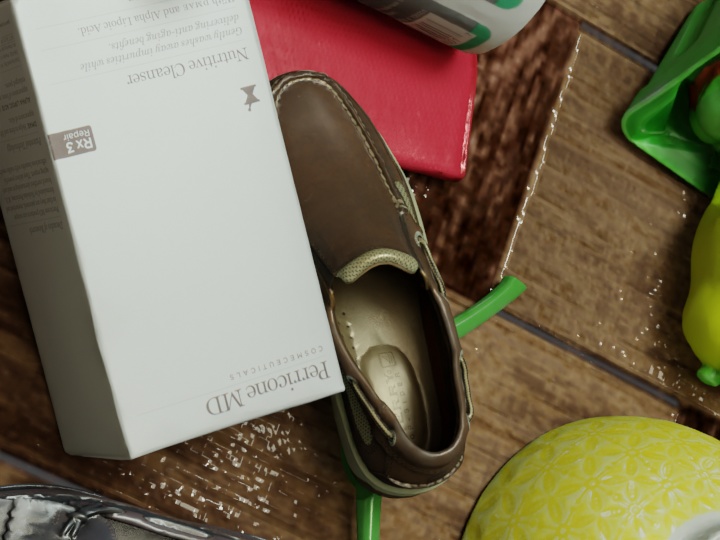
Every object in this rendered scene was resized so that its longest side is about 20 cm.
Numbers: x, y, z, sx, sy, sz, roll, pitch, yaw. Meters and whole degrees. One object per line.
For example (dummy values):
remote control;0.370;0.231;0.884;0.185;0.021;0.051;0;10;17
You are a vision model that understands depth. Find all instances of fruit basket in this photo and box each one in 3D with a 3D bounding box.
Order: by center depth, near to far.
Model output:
fruit basket;0.235;-0.039;1.127;0.215;0.155;0.216;19;55;-29

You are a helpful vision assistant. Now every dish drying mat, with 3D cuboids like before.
dish drying mat;-0.035;-0.101;1.054;0.200;0.018;0.077;15;75;-25

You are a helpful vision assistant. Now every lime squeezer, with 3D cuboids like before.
lime squeezer;0.018;0.076;1.048;0.071;0.038;0.200;48;57;-48

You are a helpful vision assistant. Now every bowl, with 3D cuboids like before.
bowl;0.154;0.164;1.057;0.200;0.108;0.201;5;79;-28

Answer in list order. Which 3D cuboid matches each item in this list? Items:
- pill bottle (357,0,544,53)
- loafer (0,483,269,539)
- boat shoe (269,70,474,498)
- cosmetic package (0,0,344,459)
pill bottle;-0.004;-0.190;1.032;0.200;0.113;0.113;24;70;-24
loafer;-0.102;0.128;0.949;0.200;0.063;0.072;10;76;-27
boat shoe;0.006;-0.002;0.992;0.075;0.075;0.203;-19;82;-16
cosmetic package;-0.091;-0.027;0.964;0.113;0.081;0.200;-19;95;-28
